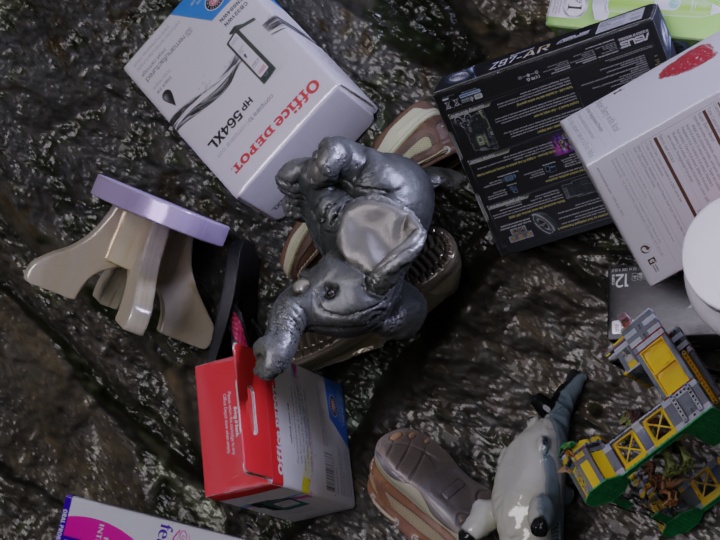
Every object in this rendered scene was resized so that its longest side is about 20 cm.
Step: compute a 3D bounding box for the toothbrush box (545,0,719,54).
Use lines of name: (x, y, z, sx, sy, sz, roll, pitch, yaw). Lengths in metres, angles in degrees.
toothbrush box: (0.275, -0.254, 1.639, 0.199, 0.086, 0.147, 8, 81, 29)

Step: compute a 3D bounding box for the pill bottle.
pill bottle: (0.301, 0.006, 1.407, 0.112, 0.200, 0.113, -5, 77, 24)

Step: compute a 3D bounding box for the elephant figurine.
elephant figurine: (0.000, 0.000, 1.604, 0.155, 0.141, 0.201, -32, 47, 28)

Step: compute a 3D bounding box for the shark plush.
shark plush: (0.146, 0.174, 1.588, 0.091, 0.083, 0.201, -26, 39, 36)

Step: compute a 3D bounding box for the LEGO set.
LEGO set: (0.230, 0.114, 1.506, 0.154, 0.199, 0.116, -46, 52, 24)

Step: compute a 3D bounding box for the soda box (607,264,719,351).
soda box: (0.302, 0.028, 1.555, 0.199, 0.071, 0.064, -4, 75, 25)

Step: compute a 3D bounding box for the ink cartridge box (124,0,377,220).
ink cartridge box: (-0.104, -0.169, 1.809, 0.146, 0.084, 0.200, -47, 60, 8)

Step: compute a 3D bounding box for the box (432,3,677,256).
box: (0.182, -0.115, 1.620, 0.199, 0.044, 0.161, -18, 109, 22)

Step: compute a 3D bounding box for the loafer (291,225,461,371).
loafer: (0.009, 0.037, 1.701, 0.199, 0.068, 0.076, -28, 52, 15)

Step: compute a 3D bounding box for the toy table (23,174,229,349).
toy table: (-0.203, -0.012, 1.772, 0.183, 0.200, 0.118, 22, 91, -7)

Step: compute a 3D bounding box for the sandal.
sandal: (-0.106, 0.069, 1.754, 0.045, 0.075, 0.201, 3, 75, 16)

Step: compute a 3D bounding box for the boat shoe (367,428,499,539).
boat shoe: (0.083, 0.221, 1.623, 0.200, 0.076, 0.072, 46, 132, 20)

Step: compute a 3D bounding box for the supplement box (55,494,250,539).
supplement box: (-0.170, 0.273, 1.711, 0.199, 0.103, 0.102, 9, 79, 27)

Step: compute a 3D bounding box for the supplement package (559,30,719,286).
supplement package: (0.277, -0.102, 1.511, 0.199, 0.120, 0.121, -29, 20, 6)

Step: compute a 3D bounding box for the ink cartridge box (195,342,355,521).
ink cartridge box: (-0.080, 0.140, 1.644, 0.067, 0.200, 0.117, -15, 69, 22)

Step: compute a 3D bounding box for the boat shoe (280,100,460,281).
boat shoe: (0.014, -0.056, 1.726, 0.202, 0.075, 0.075, -48, 67, 7)
